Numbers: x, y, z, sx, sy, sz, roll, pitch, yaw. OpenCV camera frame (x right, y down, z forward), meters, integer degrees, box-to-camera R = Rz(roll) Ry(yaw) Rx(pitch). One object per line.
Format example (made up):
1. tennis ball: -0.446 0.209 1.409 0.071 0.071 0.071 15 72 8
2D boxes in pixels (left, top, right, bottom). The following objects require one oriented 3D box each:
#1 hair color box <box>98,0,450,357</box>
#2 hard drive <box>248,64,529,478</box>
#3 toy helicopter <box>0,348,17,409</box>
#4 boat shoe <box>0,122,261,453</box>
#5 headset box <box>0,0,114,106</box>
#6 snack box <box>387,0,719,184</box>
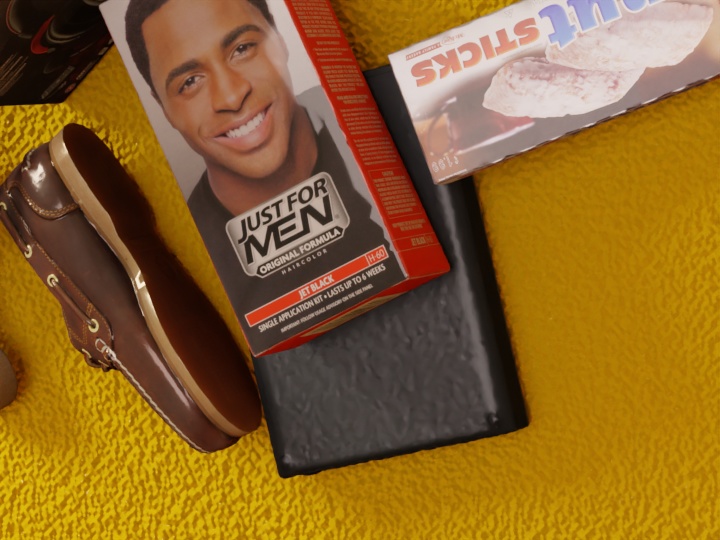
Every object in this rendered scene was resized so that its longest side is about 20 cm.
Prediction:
1. hair color box: -0.044 -0.068 1.373 0.101 0.061 0.200 -27 83 23
2. hard drive: 0.000 0.000 1.411 0.139 0.033 0.200 -13 89 23
3. toy helicopter: -0.239 -0.011 1.483 0.132 0.079 0.200 -14 107 45
4. boat shoe: -0.127 0.019 1.449 0.070 0.070 0.200 -38 72 20
5. headset box: -0.181 -0.159 1.382 0.075 0.200 0.149 48 109 12
6. snack box: 0.118 -0.111 1.340 0.200 0.024 0.072 -21 86 13
